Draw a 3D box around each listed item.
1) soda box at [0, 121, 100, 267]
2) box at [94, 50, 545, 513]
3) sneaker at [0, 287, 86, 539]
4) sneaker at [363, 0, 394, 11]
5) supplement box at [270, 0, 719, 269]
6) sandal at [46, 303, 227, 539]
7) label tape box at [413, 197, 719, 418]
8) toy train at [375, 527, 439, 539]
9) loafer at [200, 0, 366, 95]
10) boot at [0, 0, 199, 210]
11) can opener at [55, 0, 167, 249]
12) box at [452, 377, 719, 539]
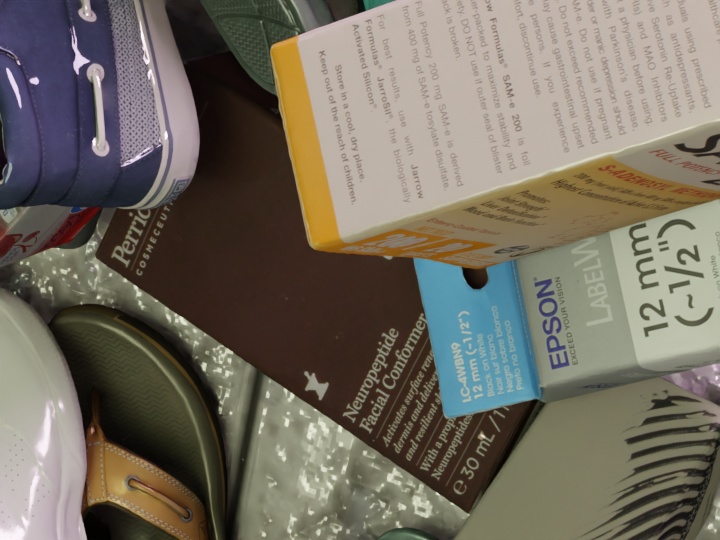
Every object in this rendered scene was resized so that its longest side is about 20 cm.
[{"bbox_3d":[-0.177,-0.101,1.032,0.070,0.063,0.200,-41,77,44],"label":"soda box"},{"bbox_3d":[0.000,0.000,1.029,0.200,0.075,0.100,33,112,18],"label":"box"},{"bbox_3d":[-0.168,0.098,1.072,0.075,0.088,0.201,-39,58,48],"label":"sneaker"},{"bbox_3d":[-0.010,-0.176,0.896,0.079,0.078,0.201,-7,123,15],"label":"sneaker"},{"bbox_3d":[0.090,-0.061,0.800,0.199,0.126,0.074,-17,79,27],"label":"supplement box"},{"bbox_3d":[-0.102,0.114,1.107,0.081,0.055,0.201,-4,98,26],"label":"sandal"},{"bbox_3d":[0.094,-0.033,0.903,0.199,0.066,0.144,-14,82,25],"label":"label tape box"},{"bbox_3d":[0.052,0.187,1.039,0.199,0.085,0.114,20,121,18],"label":"toy train"},{"bbox_3d":[-0.052,-0.165,0.953,0.072,0.063,0.201,-19,100,54],"label":"loafer"},{"bbox_3d":[-0.132,-0.117,0.973,0.073,0.090,0.201,-37,67,41],"label":"boot"},{"bbox_3d":[-0.089,-0.091,1.050,0.053,0.067,0.200,-105,31,-43],"label":"can opener"},{"bbox_3d":[0.066,0.130,0.949,0.068,0.200,0.082,25,148,18],"label":"box"}]
